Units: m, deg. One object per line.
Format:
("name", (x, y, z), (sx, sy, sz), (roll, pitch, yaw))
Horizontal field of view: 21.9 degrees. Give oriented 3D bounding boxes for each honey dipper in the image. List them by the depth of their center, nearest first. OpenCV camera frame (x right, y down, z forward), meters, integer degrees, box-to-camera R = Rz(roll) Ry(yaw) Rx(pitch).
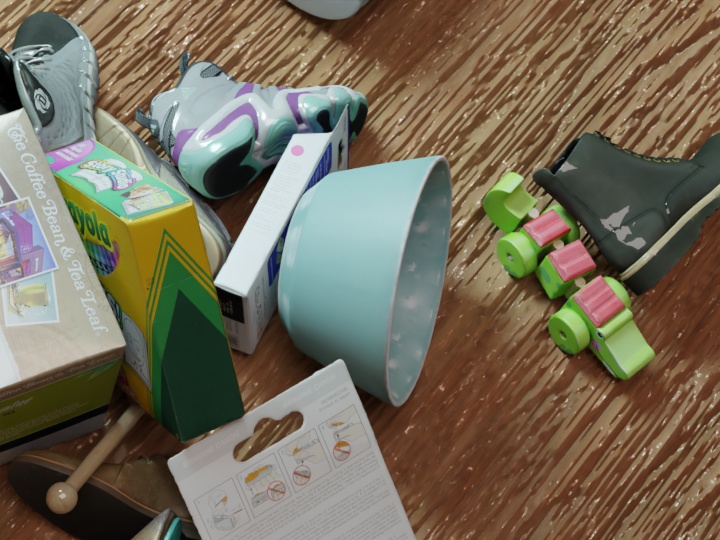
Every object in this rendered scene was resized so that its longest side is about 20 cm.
("honey dipper", (-0.181, 0.123, 1.396), (0.038, 0.038, 0.200), (32, 32, 1))

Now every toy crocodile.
("toy crocodile", (0.177, 0.004, 1.576), (0.067, 0.062, 0.200), (-30, 78, -23))

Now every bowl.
("bowl", (0.000, 0.000, 1.478), (0.105, 0.201, 0.202), (10, 64, 11))

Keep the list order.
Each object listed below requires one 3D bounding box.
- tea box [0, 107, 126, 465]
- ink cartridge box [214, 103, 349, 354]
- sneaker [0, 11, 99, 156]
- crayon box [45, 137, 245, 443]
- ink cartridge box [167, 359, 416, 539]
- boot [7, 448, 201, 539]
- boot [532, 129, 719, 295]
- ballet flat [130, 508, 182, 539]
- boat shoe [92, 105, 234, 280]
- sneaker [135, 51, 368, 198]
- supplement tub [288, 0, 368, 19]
("tea box", (-0.277, 0.023, 1.380), (0.133, 0.197, 0.201), (-19, 72, -21))
("ink cartridge box", (-0.061, -0.038, 1.512), (0.037, 0.095, 0.200), (22, 61, 12))
("sneaker", (-0.263, -0.158, 1.480), (0.075, 0.116, 0.201), (-28, 50, 13))
("crayon box", (-0.167, 0.010, 1.377), (0.058, 0.200, 0.173), (-23, 115, -22))
("ink cartridge box", (-0.051, 0.187, 1.397), (0.162, 0.050, 0.201), (-29, 107, -23))
("boot", (-0.170, 0.169, 1.422), (0.199, 0.074, 0.076), (22, 51, -13))
("boot", (0.249, -0.092, 1.607), (0.138, 0.077, 0.200), (45, 52, -3))
("ballet flat", (-0.184, 0.265, 1.351), (0.067, 0.068, 0.201), (13, 82, 6))
("boat shoe", (-0.173, -0.057, 1.514), (0.200, 0.065, 0.072), (43, 100, 22))
("sneaker", (-0.098, -0.142, 1.565), (0.200, 0.078, 0.140), (-19, 50, -43))
("supplement tub", (0.004, -0.331, 1.633), (0.140, 0.140, 0.200), (36, 63, 3))
